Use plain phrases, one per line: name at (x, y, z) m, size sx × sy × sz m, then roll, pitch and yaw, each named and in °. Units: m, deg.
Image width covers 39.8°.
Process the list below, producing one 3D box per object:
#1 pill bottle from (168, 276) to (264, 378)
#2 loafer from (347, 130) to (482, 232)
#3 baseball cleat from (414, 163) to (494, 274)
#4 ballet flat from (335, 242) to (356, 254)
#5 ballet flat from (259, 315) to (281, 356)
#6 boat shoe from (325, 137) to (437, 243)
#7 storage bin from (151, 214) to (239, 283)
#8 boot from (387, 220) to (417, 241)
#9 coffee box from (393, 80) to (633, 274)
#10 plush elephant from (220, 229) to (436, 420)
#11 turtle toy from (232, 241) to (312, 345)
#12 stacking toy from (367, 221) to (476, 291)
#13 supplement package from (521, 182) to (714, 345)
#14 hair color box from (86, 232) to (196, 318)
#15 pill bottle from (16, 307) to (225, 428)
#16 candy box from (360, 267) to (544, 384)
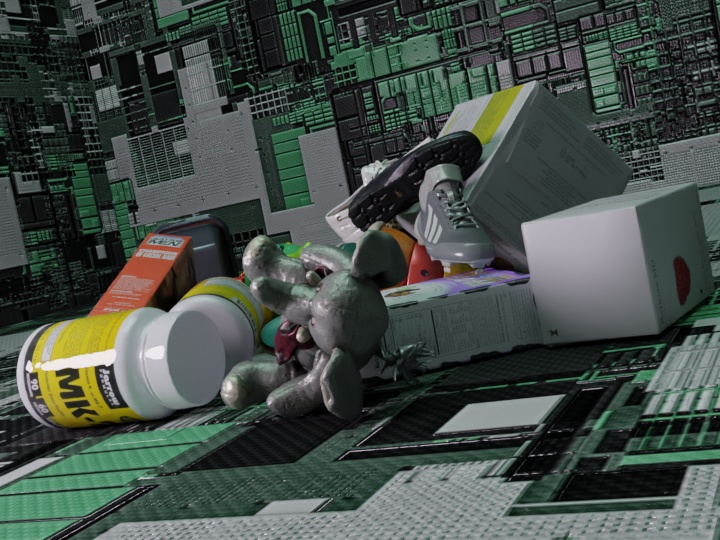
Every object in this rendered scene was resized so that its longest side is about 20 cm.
pill bottle at (-0.172, 0.069, 1.185) m, size 0.108 × 0.111 × 0.200 m, roll -12°, pitch 7°, yaw 1°
loafer at (0.068, -0.120, 1.259) m, size 0.200 × 0.068 × 0.071 m, roll -31°, pitch 20°, yaw 27°
baseball cleat at (0.100, -0.064, 1.129) m, size 0.069 × 0.108 × 0.200 m, roll -3°, pitch 13°, yaw -15°
ballet flat at (0.000, 0.000, 1.352) m, size 0.069 × 0.070 × 0.200 m, roll -10°, pitch 0°, yaw 25°
ballet flat at (-0.017, 0.074, 1.158) m, size 0.198 × 0.069 × 0.063 m, roll -13°, pitch -36°, yaw 9°
boat shoe at (0.029, -0.115, 1.345) m, size 0.200 × 0.069 × 0.071 m, roll -44°, pitch 17°, yaw 23°
storage bin at (-0.250, 0.031, 1.499) m, size 0.144 × 0.203 × 0.134 m, roll -12°, pitch 13°, yaw -9°
boot at (0.064, -0.023, 1.515) m, size 0.072 × 0.153 × 0.200 m, roll -12°, pitch 4°, yaw -8°
coffee box at (0.200, -0.102, 1.337) m, size 0.201 × 0.199 × 0.197 m, roll -59°, pitch 22°, yaw -16°
plush elephant at (-0.032, 0.042, 0.855) m, size 0.198 × 0.167 × 0.155 m, roll 12°, pitch -19°, yaw 8°
turtle toy at (-0.134, 0.036, 1.403) m, size 0.201 × 0.101 × 0.145 m, roll -52°, pitch -24°, yaw 8°
stacking toy at (0.098, 0.019, 1.224) m, size 0.197 × 0.148 × 0.146 m, roll 5°, pitch 7°, yaw 11°
supplement package at (0.262, -0.010, 0.991) m, size 0.119 × 0.123 × 0.199 m, roll -8°, pitch 6°, yaw 35°
hair color box at (-0.260, 0.051, 1.215) m, size 0.063 × 0.112 × 0.201 m, roll 5°, pitch 32°, yaw 8°
pill bottle at (-0.245, 0.100, 1.025) m, size 0.198 × 0.116 × 0.114 m, roll -10°, pitch 4°, yaw 29°
candy box at (0.071, 0.054, 1.033) m, size 0.197 × 0.072 × 0.168 m, roll -12°, pitch 4°, yaw -7°
